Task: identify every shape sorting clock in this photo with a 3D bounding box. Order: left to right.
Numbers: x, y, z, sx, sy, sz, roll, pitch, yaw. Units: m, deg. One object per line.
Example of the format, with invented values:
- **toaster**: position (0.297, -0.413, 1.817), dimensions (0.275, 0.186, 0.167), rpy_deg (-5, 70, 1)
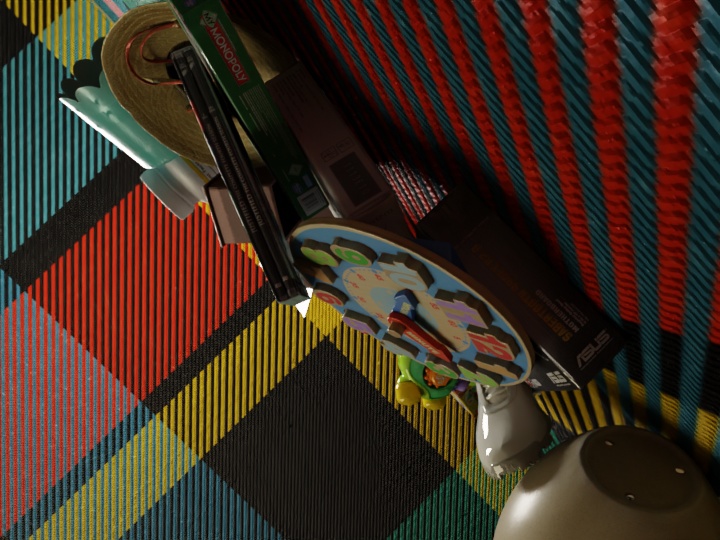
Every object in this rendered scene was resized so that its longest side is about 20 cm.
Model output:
- **shape sorting clock**: position (0.032, 0.030, 0.491), dimensions (0.199, 0.039, 0.200), rpy_deg (24, 156, 12)

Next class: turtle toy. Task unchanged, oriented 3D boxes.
- **turtle toy**: position (0.129, 0.138, 1.041), dimensions (0.200, 0.101, 0.146), rpy_deg (23, -124, -49)

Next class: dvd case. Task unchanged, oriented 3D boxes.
- **dvd case**: position (-0.092, -0.066, 0.552), dimensions (0.146, 0.022, 0.201), rpy_deg (106, 141, -86)

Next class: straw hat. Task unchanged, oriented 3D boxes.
- **straw hat**: position (-0.137, -0.199, 0.649), dimensions (0.201, 0.200, 0.085), rpy_deg (50, -145, -44)

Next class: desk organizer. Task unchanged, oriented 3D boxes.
- **desk organizer**: position (-0.091, -0.105, 0.765), dimensions (0.200, 0.077, 0.072), rpy_deg (-61, -35, -54)

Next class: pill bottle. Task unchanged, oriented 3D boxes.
- **pill bottle**: position (-0.211, -0.171, 0.953), dimensions (0.112, 0.200, 0.112), rpy_deg (46, 177, 3)

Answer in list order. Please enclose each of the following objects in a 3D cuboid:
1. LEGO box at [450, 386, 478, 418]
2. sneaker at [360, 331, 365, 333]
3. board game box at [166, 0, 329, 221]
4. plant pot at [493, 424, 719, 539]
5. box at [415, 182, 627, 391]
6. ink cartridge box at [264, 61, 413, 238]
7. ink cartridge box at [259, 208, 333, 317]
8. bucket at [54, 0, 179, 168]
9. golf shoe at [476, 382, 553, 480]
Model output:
- **LEGO box**: position (0.202, 0.215, 1.421), dimensions (0.149, 0.077, 0.200), rpy_deg (44, 176, 32)
- **sneaker**: position (0.053, 0.024, 0.727), dimensions (0.200, 0.079, 0.096), rpy_deg (23, -128, -38)
- **board game box**: position (-0.097, -0.147, 0.532), dimensions (0.135, 0.029, 0.200), rpy_deg (56, 176, 42)
- **plant pot**: position (0.216, 0.210, 0.555), dimensions (0.200, 0.200, 0.135), rpy_deg (42, 141, 48)
- **box**: position (0.116, 0.026, 0.546), dimensions (0.158, 0.048, 0.200), rpy_deg (45, 176, 11)
- **ink cartridge box**: position (-0.005, -0.061, 0.588), dimensions (0.200, 0.043, 0.174), rpy_deg (59, 180, 39)
- **ink cartridge box**: position (-0.093, -0.046, 0.952), dimensions (0.068, 0.201, 0.115), rpy_deg (13, -173, -17)
- **bucket**: position (-0.260, -0.239, 0.842), dimensions (0.135, 0.207, 0.207), rpy_deg (46, 177, -36)
- **golf shoe**: position (0.134, 0.117, 0.656), dimensions (0.097, 0.078, 0.200), rpy_deg (54, -158, -12)
